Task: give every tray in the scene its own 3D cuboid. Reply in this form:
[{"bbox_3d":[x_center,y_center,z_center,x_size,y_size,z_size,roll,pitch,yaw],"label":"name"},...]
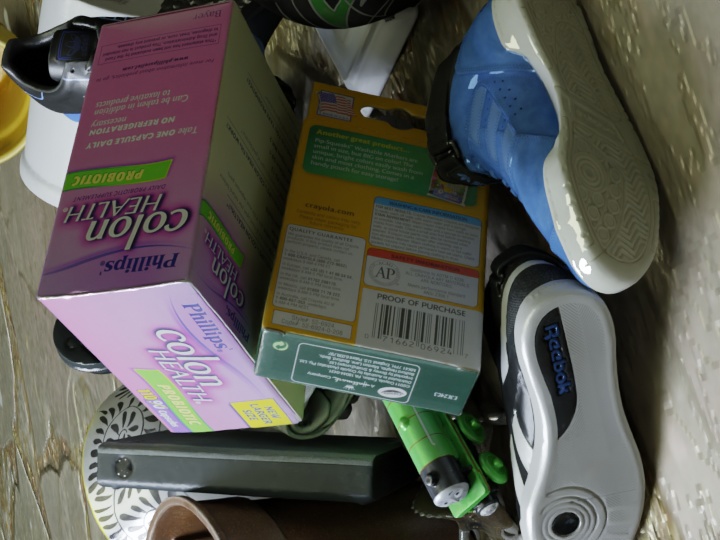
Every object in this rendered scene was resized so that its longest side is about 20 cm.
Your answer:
[{"bbox_3d":[-0.022,-0.226,0.919,0.202,0.022,0.108,64,145,30],"label":"tray"}]

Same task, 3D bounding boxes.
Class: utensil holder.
[{"bbox_3d":[-0.234,-0.177,1.151,0.170,0.168,0.202,46,131,46],"label":"utensil holder"}]

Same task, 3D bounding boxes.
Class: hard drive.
[{"bbox_3d":[-0.066,0.137,0.849,0.197,0.139,0.033,1,87,16],"label":"hard drive"}]

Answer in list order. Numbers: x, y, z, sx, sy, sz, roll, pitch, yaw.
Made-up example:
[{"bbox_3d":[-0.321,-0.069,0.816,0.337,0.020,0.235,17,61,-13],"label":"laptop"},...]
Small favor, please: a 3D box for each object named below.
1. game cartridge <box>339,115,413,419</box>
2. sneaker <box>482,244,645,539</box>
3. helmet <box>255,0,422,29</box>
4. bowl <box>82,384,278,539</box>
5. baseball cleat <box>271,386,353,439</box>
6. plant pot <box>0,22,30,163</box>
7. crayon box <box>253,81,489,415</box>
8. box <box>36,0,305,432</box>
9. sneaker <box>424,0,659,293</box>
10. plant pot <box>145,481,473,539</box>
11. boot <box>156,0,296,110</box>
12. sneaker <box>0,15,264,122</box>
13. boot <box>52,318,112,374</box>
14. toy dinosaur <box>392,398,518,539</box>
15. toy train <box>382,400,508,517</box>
[{"bbox_3d":[0.000,0.000,0.884,0.201,0.038,0.131,116,149,-42],"label":"game cartridge"},{"bbox_3d":[0.116,0.080,0.713,0.112,0.072,0.203,-112,14,-66],"label":"sneaker"},{"bbox_3d":[-0.017,-0.252,0.762,0.190,0.198,0.202,-39,61,36],"label":"helmet"},{"bbox_3d":[-0.124,0.155,1.005,0.094,0.199,0.203,-45,57,43],"label":"bowl"},{"bbox_3d":[-0.075,0.083,0.847,0.200,0.069,0.108,-39,46,34],"label":"baseball cleat"},{"bbox_3d":[-0.542,-0.269,1.648,0.190,0.198,0.203,-114,32,-55],"label":"plant pot"},{"bbox_3d":[0.013,-0.018,0.731,0.052,0.124,0.202,106,174,-51],"label":"crayon box"},{"bbox_3d":[-0.100,-0.028,0.751,0.176,0.095,0.202,60,-152,-54],"label":"box"},{"bbox_3d":[0.097,-0.062,0.691,0.111,0.076,0.202,-43,55,47],"label":"sneaker"},{"bbox_3d":[-0.027,0.243,0.845,0.199,0.196,0.203,16,109,58],"label":"plant pot"},{"bbox_3d":[-0.086,-0.171,0.948,0.211,0.157,0.080,-43,56,13],"label":"boot"},{"bbox_3d":[-0.165,-0.145,0.844,0.198,0.078,0.071,-5,73,30],"label":"sneaker"},{"bbox_3d":[-0.138,0.036,0.942,0.073,0.198,0.163,40,160,22],"label":"boot"},{"bbox_3d":[0.050,0.090,0.805,0.102,0.076,0.202,-43,62,38],"label":"toy dinosaur"},{"bbox_3d":[0.026,0.063,0.736,0.042,0.056,0.201,-46,55,26],"label":"toy train"}]
